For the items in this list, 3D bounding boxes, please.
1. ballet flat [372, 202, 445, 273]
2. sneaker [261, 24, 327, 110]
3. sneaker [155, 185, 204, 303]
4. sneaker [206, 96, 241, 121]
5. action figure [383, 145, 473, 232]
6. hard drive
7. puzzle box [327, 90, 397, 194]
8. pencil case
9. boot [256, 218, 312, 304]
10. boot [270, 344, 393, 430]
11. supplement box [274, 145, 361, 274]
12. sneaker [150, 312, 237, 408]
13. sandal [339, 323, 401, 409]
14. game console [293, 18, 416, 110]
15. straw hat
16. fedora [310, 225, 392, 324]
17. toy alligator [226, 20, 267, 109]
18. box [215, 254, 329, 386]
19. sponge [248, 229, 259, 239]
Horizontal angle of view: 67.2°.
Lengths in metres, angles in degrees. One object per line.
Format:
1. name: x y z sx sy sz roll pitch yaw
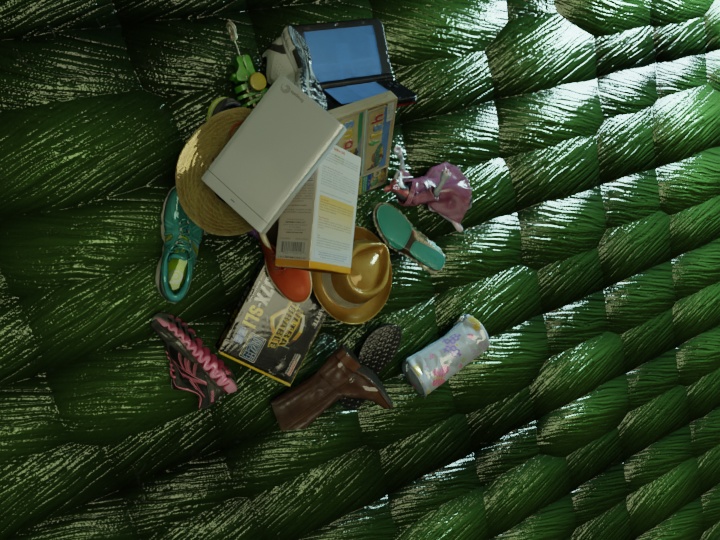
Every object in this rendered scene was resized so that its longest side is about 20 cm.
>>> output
1. ballet flat: 0.090 -0.061 1.103 0.200 0.064 0.076 41 79 -20
2. sneaker: -0.115 -0.317 0.925 0.073 0.079 0.203 24 44 -54
3. sneaker: -0.303 -0.044 0.924 0.076 0.079 0.204 5 94 -24
4. sneaker: -0.239 -0.201 0.931 0.073 0.081 0.204 2 96 -23
5. action figure: 0.125 -0.160 1.091 0.197 0.134 0.151 -9 127 -31
6. hard drive: -0.132 -0.174 0.814 0.132 0.027 0.201 40 94 10
7. puzzle box: -0.002 -0.220 0.992 0.132 0.026 0.201 -25 147 -21
8. pencil case: 0.184 0.180 1.164 0.199 0.083 0.092 -35 115 -15
9. boot: -0.134 -0.023 0.930 0.074 0.107 0.203 -23 109 -6
10. boot: -0.056 0.264 1.065 0.199 0.064 0.187 -41 111 4
11. supplement box: -0.067 -0.100 0.882 0.125 0.073 0.204 10 85 -59
12. sneaker: -0.310 0.166 0.957 0.095 0.079 0.201 -38 109 -2
13. sandal: 0.012 0.189 1.115 0.075 0.048 0.202 30 97 -22
14. game console: -0.013 -0.375 0.994 0.197 0.173 0.120 -16 129 -20
15. straw hat: -0.192 -0.152 0.881 0.197 0.085 0.205 0 88 10
16. fedora: 0.000 0.000 1.031 0.198 0.081 0.204 9 73 -32
17. toy alligator: -0.200 -0.325 0.942 0.054 0.059 0.202 -34 109 -22
18. box: -0.156 0.092 1.023 0.158 0.049 0.202 30 84 -22
19. sponge: -0.150 -0.152 1.004 0.111 0.030 0.202 36 81 -25
